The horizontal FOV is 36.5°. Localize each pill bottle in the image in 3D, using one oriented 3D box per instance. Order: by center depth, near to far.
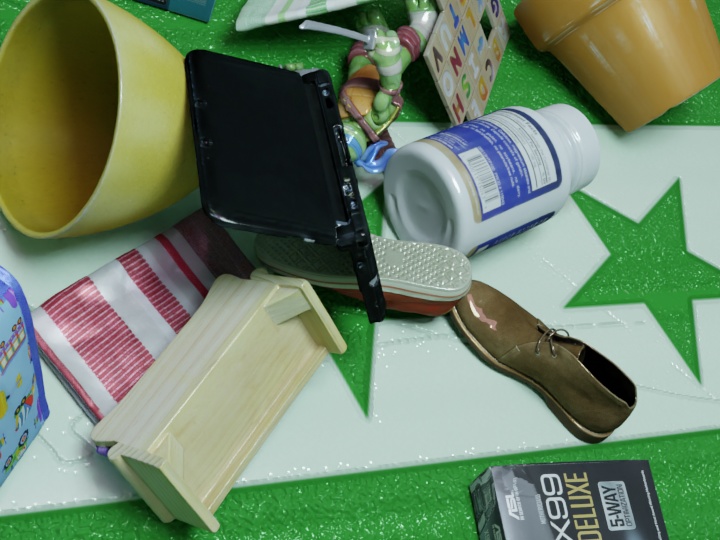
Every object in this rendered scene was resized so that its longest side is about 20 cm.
[{"bbox_3d":[0.132,-0.091,1.052,0.199,0.120,0.120,-23,71,-31],"label":"pill bottle"}]

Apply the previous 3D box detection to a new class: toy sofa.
[{"bbox_3d":[-0.109,0.096,0.858,0.200,0.097,0.083,-54,130,-30],"label":"toy sofa"}]

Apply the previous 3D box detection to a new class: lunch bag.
[{"bbox_3d":[-0.278,0.095,0.728,0.094,0.200,0.151,30,54,-2],"label":"lunch bag"}]

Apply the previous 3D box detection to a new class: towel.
[{"bbox_3d":[-0.163,0.043,0.916,0.200,0.023,0.144,-35,76,-34],"label":"towel"},{"bbox_3d":[-0.016,-0.295,1.085,0.198,0.024,0.153,-9,34,17],"label":"towel"}]

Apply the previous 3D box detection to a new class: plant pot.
[{"bbox_3d":[-0.203,-0.122,0.917,0.141,0.200,0.201,5,55,-48],"label":"plant pot"},{"bbox_3d":[0.299,-0.261,1.190,0.200,0.200,0.184,-33,91,-33],"label":"plant pot"}]

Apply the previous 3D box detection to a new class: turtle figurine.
[{"bbox_3d":[-0.011,-0.212,1.056,0.199,0.144,0.194,34,50,-4],"label":"turtle figurine"}]

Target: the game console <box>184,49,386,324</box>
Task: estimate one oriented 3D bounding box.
[{"bbox_3d":[-0.060,-0.068,0.895,0.115,0.176,0.201,-13,50,0],"label":"game console"}]

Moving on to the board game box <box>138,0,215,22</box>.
[{"bbox_3d":[-0.207,-0.363,1.128,0.150,0.047,0.201,15,56,-12],"label":"board game box"}]

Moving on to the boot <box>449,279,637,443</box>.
[{"bbox_3d":[0.169,0.068,0.999,0.200,0.076,0.074,40,56,6],"label":"boot"}]

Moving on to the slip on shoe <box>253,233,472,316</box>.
[{"bbox_3d":[0.000,0.000,0.984,0.198,0.061,0.074,12,53,1],"label":"slip on shoe"}]

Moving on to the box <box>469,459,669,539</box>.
[{"bbox_3d":[0.187,0.261,0.903,0.156,0.050,0.201,2,60,-20],"label":"box"}]

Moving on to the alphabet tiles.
[{"bbox_3d":[0.110,-0.250,1.135,0.007,0.168,0.201,-2,49,28],"label":"alphabet tiles"}]
